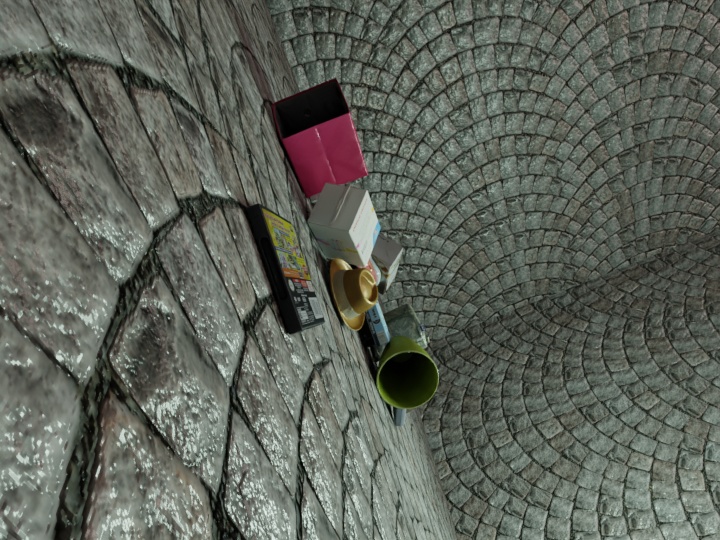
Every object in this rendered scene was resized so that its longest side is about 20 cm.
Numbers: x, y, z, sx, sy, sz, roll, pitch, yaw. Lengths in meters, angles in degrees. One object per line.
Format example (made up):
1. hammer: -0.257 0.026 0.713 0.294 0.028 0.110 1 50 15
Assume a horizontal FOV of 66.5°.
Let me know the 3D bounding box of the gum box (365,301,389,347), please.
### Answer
1. gum box: 0.046 0.145 1.724 0.200 0.044 0.174 46 24 -84

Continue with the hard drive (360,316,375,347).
1. hard drive: 0.002 0.134 1.761 0.140 0.037 0.204 -64 135 -85

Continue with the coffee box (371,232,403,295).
1. coffee box: 0.054 -0.022 1.687 0.113 0.080 0.201 30 -25 12

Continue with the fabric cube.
1. fabric cube: -0.109 -0.361 1.503 0.201 0.196 0.199 68 2 -46

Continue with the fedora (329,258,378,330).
1. fedora: -0.008 0.050 1.375 0.204 0.080 0.202 -90 155 -42

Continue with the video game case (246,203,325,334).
1. video game case: -0.109 0.002 0.843 0.200 0.025 0.185 25 45 -84

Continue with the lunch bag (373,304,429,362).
1. lunch bag: 0.130 0.232 1.899 0.169 0.196 0.141 -107 173 -62

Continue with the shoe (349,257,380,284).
1. shoe: 0.000 0.000 1.579 0.092 0.070 0.202 -62 149 -34

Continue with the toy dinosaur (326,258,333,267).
1. toy dinosaur: -0.039 0.029 1.522 0.201 0.059 0.108 65 5 -61

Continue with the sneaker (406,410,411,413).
1. sneaker: 0.145 0.428 2.027 0.071 0.074 0.204 -93 163 -78

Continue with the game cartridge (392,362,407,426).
1. game cartridge: 0.124 0.393 1.782 0.202 0.040 0.136 -91 -174 -55

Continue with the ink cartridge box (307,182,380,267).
1. ink cartridge box: -0.041 -0.124 1.421 0.201 0.123 0.131 65 43 -57

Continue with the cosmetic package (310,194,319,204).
1. cosmetic package: -0.107 -0.252 1.713 0.200 0.100 0.076 7 63 -85

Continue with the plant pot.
1. plant pot: 0.131 0.286 1.684 0.201 0.183 0.191 -101 170 -71
